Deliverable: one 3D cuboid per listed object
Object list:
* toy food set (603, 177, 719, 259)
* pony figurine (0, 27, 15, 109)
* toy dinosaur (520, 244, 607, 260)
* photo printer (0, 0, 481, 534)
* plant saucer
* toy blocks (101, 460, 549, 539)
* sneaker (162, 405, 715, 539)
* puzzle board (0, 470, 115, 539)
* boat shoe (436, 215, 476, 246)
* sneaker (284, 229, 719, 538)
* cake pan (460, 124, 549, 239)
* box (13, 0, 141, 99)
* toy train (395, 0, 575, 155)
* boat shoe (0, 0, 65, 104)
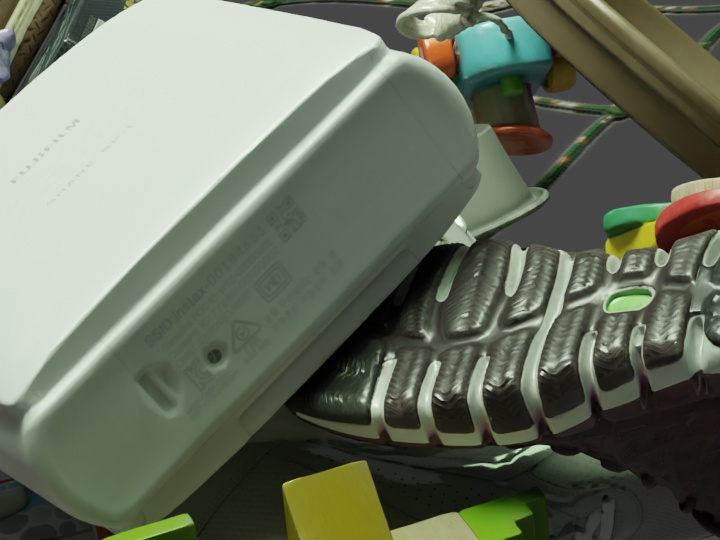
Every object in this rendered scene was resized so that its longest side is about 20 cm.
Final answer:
[{"bbox_3d":[0.174,0.000,0.872,0.197,0.049,0.200,4,-7,-18],"label":"toy food set"},{"bbox_3d":[-0.222,-0.103,1.015,0.192,0.167,0.200,-13,-26,29],"label":"pony figurine"},{"bbox_3d":[0.058,0.011,1.036,0.199,0.048,0.088,-3,15,35],"label":"toy dinosaur"},{"bbox_3d":[-0.072,-0.012,0.844,0.166,0.070,0.200,-45,26,-13],"label":"photo printer"},{"bbox_3d":[0.123,-0.073,1.070,0.030,0.200,0.200,-50,16,12],"label":"plant saucer"},{"bbox_3d":[-0.015,0.136,0.688,0.199,0.100,0.137,-16,32,-16],"label":"toy blocks"},{"bbox_3d":[0.030,0.085,0.837,0.199,0.076,0.092,-4,47,-1],"label":"sneaker"},{"bbox_3d":[-0.167,0.117,0.825,0.199,0.017,0.151,-14,44,-7],"label":"puzzle board"},{"bbox_3d":[0.000,0.000,0.939,0.200,0.067,0.074,36,71,24],"label":"boat shoe"},{"bbox_3d":[0.078,0.051,0.784,0.199,0.116,0.076,-6,39,31],"label":"sneaker"},{"bbox_3d":[-0.025,-0.016,1.085,0.199,0.037,0.200,-17,6,2],"label":"cake pan"},{"bbox_3d":[-0.129,-0.048,1.145,0.051,0.158,0.200,30,18,-9],"label":"box"},{"bbox_3d":[0.006,-0.062,1.185,0.150,0.056,0.200,-3,-13,-46],"label":"toy train"},{"bbox_3d":[-0.184,-0.086,1.165,0.075,0.203,0.075,29,12,-8],"label":"boat shoe"}]
